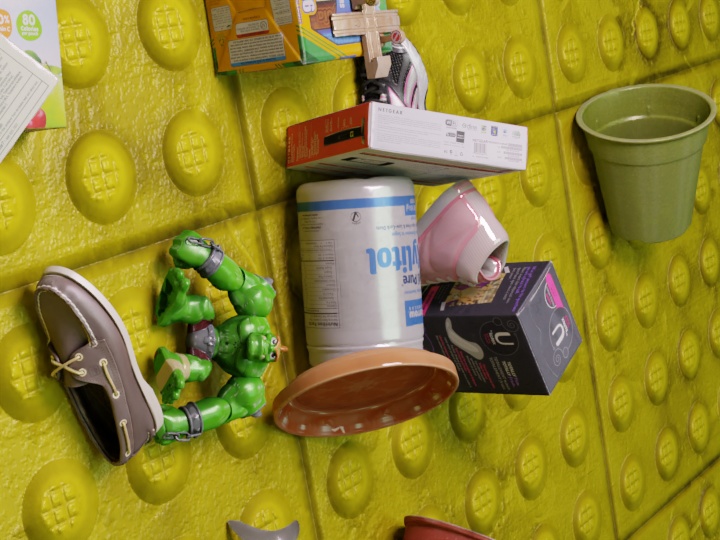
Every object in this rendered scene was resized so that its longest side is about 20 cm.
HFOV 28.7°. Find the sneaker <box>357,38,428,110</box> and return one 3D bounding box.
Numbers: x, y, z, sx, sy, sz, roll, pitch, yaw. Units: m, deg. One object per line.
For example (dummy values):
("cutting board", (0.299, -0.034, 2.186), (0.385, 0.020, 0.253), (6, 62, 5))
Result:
("sneaker", (0.033, -0.189, 1.635), (0.086, 0.080, 0.200), (-36, 111, -35))

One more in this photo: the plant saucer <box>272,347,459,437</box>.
("plant saucer", (0.004, 0.127, 1.491), (0.200, 0.200, 0.032), (19, 50, -50))

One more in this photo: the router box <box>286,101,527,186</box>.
("router box", (0.047, -0.132, 1.516), (0.200, 0.179, 0.049), (5, 85, -31))

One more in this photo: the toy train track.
("toy train track", (0.011, -0.299, 1.442), (0.115, 0.032, 0.200), (-18, 101, -51))

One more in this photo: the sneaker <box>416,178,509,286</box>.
("sneaker", (0.095, -0.005, 1.597), (0.105, 0.200, 0.075), (48, 43, 10))

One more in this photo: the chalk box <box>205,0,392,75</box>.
("chalk box", (-0.052, -0.280, 1.485), (0.200, 0.125, 0.124), (-17, 102, -50))

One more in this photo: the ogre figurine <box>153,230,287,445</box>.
("ogre figurine", (-0.142, 0.069, 1.385), (0.120, 0.098, 0.200), (7, 67, -34))

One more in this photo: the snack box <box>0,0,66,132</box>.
("snack box", (-0.325, -0.216, 1.185), (0.142, 0.053, 0.200), (-9, 96, -52))

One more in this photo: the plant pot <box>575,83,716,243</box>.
("plant pot", (0.422, -0.149, 2.071), (0.200, 0.200, 0.190), (-42, 134, -45))

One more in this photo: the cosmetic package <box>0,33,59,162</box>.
("cosmetic package", (-0.346, -0.166, 1.079), (0.200, 0.071, 0.105), (40, 74, -23))

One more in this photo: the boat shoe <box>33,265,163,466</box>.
("boat shoe", (-0.243, 0.088, 1.267), (0.060, 0.072, 0.200), (-55, 135, -42))

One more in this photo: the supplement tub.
("supplement tub", (0.000, 0.000, 1.536), (0.132, 0.132, 0.200), (-8, 94, -52))

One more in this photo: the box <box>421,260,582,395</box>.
("box", (0.140, 0.068, 1.657), (0.106, 0.200, 0.122), (-51, 127, -40))

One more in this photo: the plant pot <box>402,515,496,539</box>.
("plant pot", (0.108, 0.413, 1.625), (0.201, 0.201, 0.195), (40, 66, -44))

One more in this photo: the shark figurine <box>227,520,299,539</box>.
("shark figurine", (-0.086, 0.368, 1.459), (0.128, 0.089, 0.215), (-95, 171, -60))
